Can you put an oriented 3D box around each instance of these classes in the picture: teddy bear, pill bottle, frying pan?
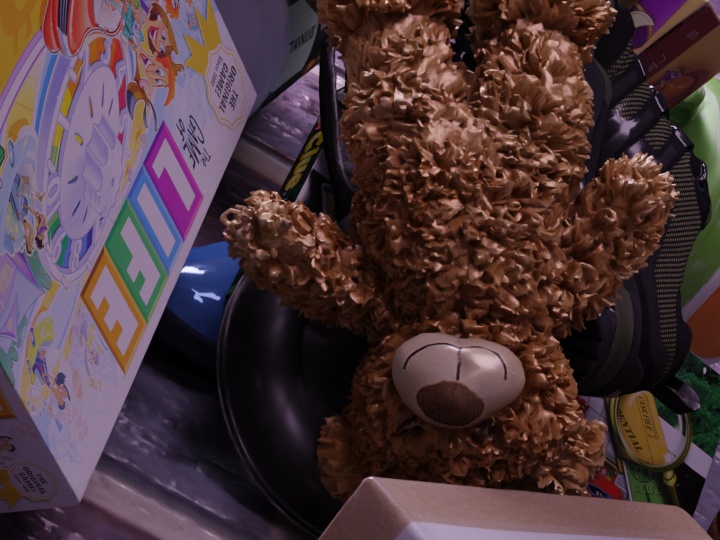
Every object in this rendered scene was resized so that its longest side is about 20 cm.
[{"bbox_3d":[0.033,-0.019,0.806,0.145,0.200,0.067,23,-18,-11],"label":"teddy bear"},{"bbox_3d":[-0.060,-0.127,1.114,0.106,0.106,0.200,34,19,2],"label":"pill bottle"},{"bbox_3d":[0.013,0.010,0.869,0.115,0.031,0.190,35,55,-22],"label":"frying pan"}]

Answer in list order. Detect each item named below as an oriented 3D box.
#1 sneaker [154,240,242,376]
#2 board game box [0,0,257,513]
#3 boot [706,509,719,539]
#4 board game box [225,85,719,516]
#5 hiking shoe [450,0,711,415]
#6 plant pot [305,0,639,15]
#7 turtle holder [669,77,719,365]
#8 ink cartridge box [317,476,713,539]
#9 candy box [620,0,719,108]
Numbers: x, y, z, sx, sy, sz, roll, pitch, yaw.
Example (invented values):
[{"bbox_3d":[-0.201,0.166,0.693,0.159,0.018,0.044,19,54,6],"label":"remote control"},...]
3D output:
[{"bbox_3d":[-0.008,-0.002,0.943,0.066,0.079,0.200,45,24,27],"label":"sneaker"},{"bbox_3d":[-0.095,-0.045,0.750,0.200,0.034,0.135,-71,146,-47],"label":"board game box"},{"bbox_3d":[0.197,0.126,0.834,0.077,0.155,0.200,18,26,-39],"label":"boot"},{"bbox_3d":[0.050,0.028,0.918,0.200,0.023,0.105,37,50,-17],"label":"board game box"},{"bbox_3d":[0.081,-0.045,0.911,0.101,0.076,0.201,17,65,-48],"label":"hiking shoe"},{"bbox_3d":[0.049,-0.177,0.983,0.200,0.200,0.027,45,4,30],"label":"plant pot"},{"bbox_3d":[0.118,-0.021,1.141,0.185,0.141,0.132,-4,-32,46],"label":"turtle holder"},{"bbox_3d":[0.088,0.154,0.722,0.165,0.075,0.200,12,29,-49],"label":"ink cartridge box"},{"bbox_3d":[0.052,-0.132,1.013,0.200,0.117,0.056,58,10,30],"label":"candy box"}]
